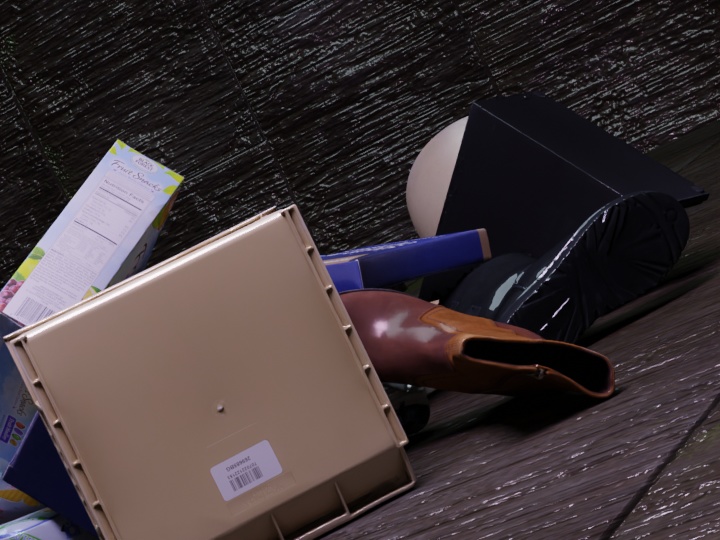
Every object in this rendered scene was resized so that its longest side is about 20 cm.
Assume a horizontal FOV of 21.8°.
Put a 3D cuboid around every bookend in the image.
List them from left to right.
[{"bbox_3d":[0.169,-0.021,1.606,0.092,0.199,0.200,-14,38,-43],"label":"bookend"}]

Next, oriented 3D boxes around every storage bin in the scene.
[{"bbox_3d":[-0.094,0.087,1.191,0.200,0.199,0.094,-26,2,-12],"label":"storage bin"}]

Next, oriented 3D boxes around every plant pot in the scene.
[{"bbox_3d":[0.157,-0.051,1.962,0.200,0.200,0.135,-25,39,10],"label":"plant pot"}]

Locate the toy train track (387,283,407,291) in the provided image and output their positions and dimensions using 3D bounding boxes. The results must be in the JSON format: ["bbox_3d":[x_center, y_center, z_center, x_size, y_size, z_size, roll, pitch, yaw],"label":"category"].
[{"bbox_3d":[-0.038,0.054,1.641,0.200,0.033,0.115,-37,-9,35],"label":"toy train track"}]

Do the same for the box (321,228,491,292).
[{"bbox_3d":[0.000,0.000,1.529,0.121,0.033,0.200,-8,5,42],"label":"box"}]

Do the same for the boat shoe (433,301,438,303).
[{"bbox_3d":[0.097,0.037,1.780,0.200,0.065,0.071,-25,3,21],"label":"boat shoe"}]

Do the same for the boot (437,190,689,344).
[{"bbox_3d":[0.152,0.007,1.487,0.198,0.073,0.162,-42,13,-10],"label":"boot"}]

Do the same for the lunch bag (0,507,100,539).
[{"bbox_3d":[-0.252,0.222,1.416,0.200,0.076,0.160,-23,-1,37],"label":"lunch bag"}]

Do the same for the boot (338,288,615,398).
[{"bbox_3d":[0.055,0.057,1.241,0.188,0.069,0.200,17,-1,-7],"label":"boot"}]

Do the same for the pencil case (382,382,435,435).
[{"bbox_3d":[-0.035,0.118,1.331,0.200,0.078,0.089,-28,-11,-44],"label":"pencil case"}]

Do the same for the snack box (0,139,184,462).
[{"bbox_3d":[-0.223,0.024,1.426,0.200,0.068,0.169,-62,1,-42],"label":"snack box"}]

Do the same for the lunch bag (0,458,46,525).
[{"bbox_3d":[-0.229,0.131,1.545,0.199,0.170,0.127,3,-31,4],"label":"lunch bag"}]

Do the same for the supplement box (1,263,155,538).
[{"bbox_3d":[-0.164,0.097,1.389,0.109,0.109,0.200,-60,-1,26],"label":"supplement box"}]
